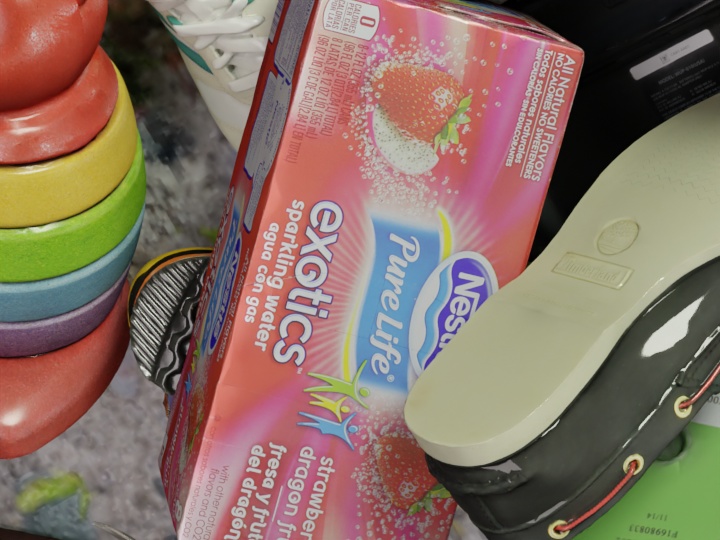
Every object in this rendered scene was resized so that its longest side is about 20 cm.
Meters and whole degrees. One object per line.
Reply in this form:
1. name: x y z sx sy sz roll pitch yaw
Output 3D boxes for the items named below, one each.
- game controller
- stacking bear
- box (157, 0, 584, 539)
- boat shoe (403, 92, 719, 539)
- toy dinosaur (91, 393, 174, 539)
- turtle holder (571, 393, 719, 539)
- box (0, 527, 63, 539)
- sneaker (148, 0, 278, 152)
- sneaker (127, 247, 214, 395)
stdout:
1. game controller: 0.119 -0.074 1.020 0.200 0.042 0.104 -26 110 28
2. stacking bear: -0.135 -0.049 1.050 0.121 0.114 0.200 36 141 26
3. box: 0.000 0.000 0.977 0.095 0.100 0.201 14 100 -10
4. boat shoe: 0.100 0.009 0.931 0.074 0.201 0.063 24 153 50
5. toy dinosaur: -0.025 0.122 1.139 0.199 0.105 0.182 0 96 -16
6. turtle holder: 0.121 0.094 0.992 0.141 0.132 0.186 -17 61 9
7. box: -0.201 0.151 1.186 0.199 0.100 0.075 10 110 19
8. sneaker: -0.061 -0.107 1.046 0.070 0.093 0.200 -21 98 27
9. sneaker: 0.006 0.034 1.084 0.199 0.090 0.070 19 99 -12
